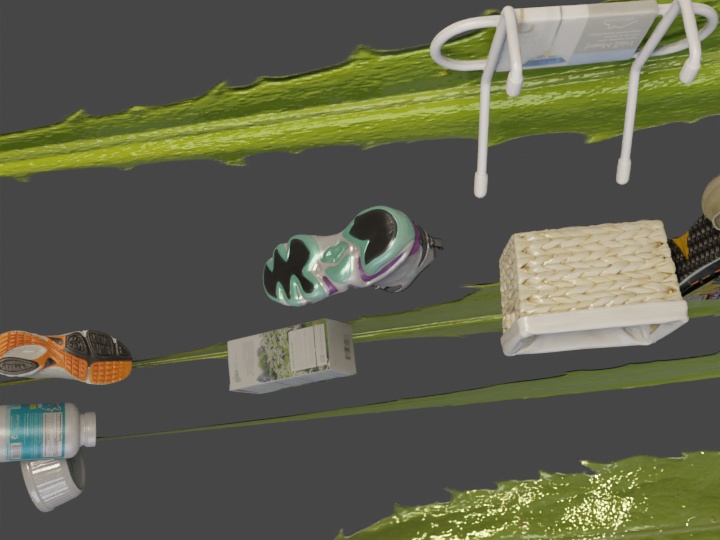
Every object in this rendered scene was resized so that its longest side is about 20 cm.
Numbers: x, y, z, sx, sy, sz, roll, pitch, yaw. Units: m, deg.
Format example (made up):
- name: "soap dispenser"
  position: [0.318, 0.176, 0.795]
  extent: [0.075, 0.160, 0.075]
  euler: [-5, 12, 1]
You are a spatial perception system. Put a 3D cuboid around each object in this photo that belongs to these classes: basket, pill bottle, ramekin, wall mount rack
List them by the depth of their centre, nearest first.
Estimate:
- name: "wall mount rack"
  position: [0.146, -0.121, 0.620]
  extent: [0.195, 0.076, 0.174]
  euler: [-4, 164, -1]
- name: "basket"
  position: [0.266, 0.022, 1.056]
  extent: [0.195, 0.126, 0.136]
  euler: [-4, 164, -1]
- name: "pill bottle"
  position: [-0.638, 0.325, 1.795]
  extent: [0.196, 0.113, 0.111]
  euler: [1, 163, -21]
- name: "ramekin"
  position: [-0.692, 0.434, 2.010]
  extent: [0.092, 0.206, 0.203]
  euler: [-15, 165, -6]

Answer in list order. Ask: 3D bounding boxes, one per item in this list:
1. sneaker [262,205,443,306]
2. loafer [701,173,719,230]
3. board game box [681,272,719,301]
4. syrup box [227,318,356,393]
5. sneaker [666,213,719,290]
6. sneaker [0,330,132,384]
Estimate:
- name: "sneaker"
  position: [0.000, 0.000, 0.973]
  extent: [0.197, 0.079, 0.139]
  euler: [-16, 160, 34]
- name: "loafer"
  position: [0.404, -0.074, 0.874]
  extent: [0.074, 0.070, 0.200]
  euler: [-3, 163, -8]
- name: "board game box"
  position: [0.533, -0.003, 1.218]
  extent: [0.132, 0.035, 0.200]
  euler: [-3, 163, -9]
- name: "syrup box"
  position: [-0.111, 0.137, 1.395]
  extent: [0.197, 0.080, 0.081]
  euler: [-15, 162, 29]
- name: "sneaker"
  position: [0.416, -0.017, 1.067]
  extent: [0.088, 0.071, 0.200]
  euler: [2, 160, -17]
- name: "sneaker"
  position: [-0.431, 0.124, 1.282]
  extent: [0.196, 0.077, 0.092]
  euler: [10, 167, -22]
